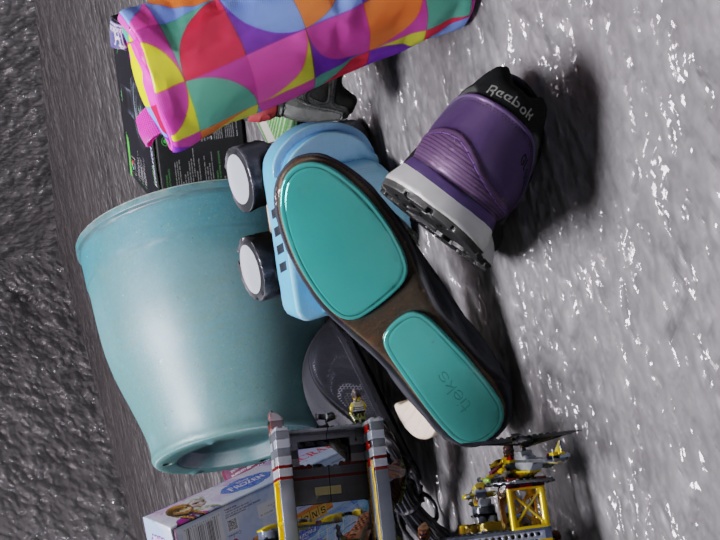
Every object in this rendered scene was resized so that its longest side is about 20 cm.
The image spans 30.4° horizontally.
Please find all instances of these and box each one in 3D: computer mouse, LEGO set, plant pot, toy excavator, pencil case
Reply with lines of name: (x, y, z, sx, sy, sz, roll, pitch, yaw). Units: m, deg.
computer mouse: (-0.003, 0.112, 0.947, 0.139, 0.052, 0.201, 62, 180, -38)
LEGO set: (0.020, 0.126, 0.731, 0.154, 0.198, 0.117, 99, 164, -78)
plant pot: (-0.112, 0.055, 1.053, 0.200, 0.198, 0.190, 122, 137, -65)
toy excavator: (0.000, 0.000, 0.883, 0.200, 0.099, 0.197, 16, 117, 61)
pencil case: (-0.037, -0.136, 0.724, 0.088, 0.198, 0.089, 156, 90, -81)

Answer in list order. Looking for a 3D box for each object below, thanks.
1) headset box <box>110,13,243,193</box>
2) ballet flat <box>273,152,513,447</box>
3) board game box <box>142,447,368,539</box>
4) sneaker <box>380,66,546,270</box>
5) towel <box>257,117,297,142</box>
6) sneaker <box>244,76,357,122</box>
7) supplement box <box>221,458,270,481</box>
headset box: (-0.189, -0.171, 1.354, 0.200, 0.092, 0.176, -138, 41, -64)
ballet flat: (0.019, 0.015, 0.776, 0.201, 0.073, 0.073, 53, 164, -7)
board game box: (-0.054, 0.244, 0.992, 0.041, 0.199, 0.202, 6, 108, 49)
sneaker: (0.065, -0.055, 0.695, 0.075, 0.088, 0.200, 36, -179, -1)
towel: (-0.073, -0.202, 1.093, 0.201, 0.023, 0.153, 101, 152, -47)
sneaker: (-0.018, -0.187, 0.852, 0.071, 0.097, 0.203, -156, 79, -83)
supplement box: (-0.070, 0.173, 1.147, 0.200, 0.085, 0.111, 59, 175, 49)
